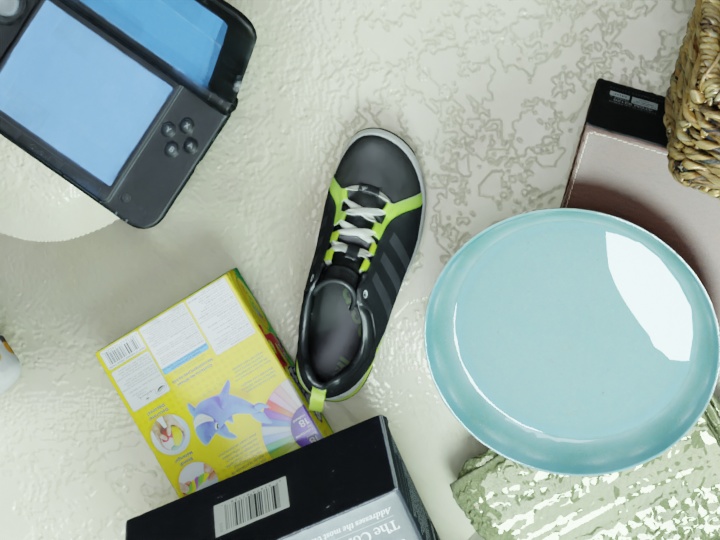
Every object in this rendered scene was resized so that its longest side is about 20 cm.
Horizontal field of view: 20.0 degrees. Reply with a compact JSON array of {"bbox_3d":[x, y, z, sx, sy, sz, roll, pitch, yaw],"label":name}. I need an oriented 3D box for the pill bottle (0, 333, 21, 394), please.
[{"bbox_3d":[-0.340,0.025,1.444,0.116,0.116,0.201,-37,89,7],"label":"pill bottle"}]

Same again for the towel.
[{"bbox_3d":[0.178,0.161,1.437,0.199,0.036,0.149,-28,91,7],"label":"towel"}]

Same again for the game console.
[{"bbox_3d":[-0.189,-0.149,1.414,0.199,0.116,0.177,35,97,3],"label":"game console"}]

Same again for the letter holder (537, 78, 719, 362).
[{"bbox_3d":[0.233,-0.024,1.385,0.198,0.101,0.143,16,116,5],"label":"letter holder"}]

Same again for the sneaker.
[{"bbox_3d":[0.000,0.000,1.417,0.071,0.083,0.202,11,89,5],"label":"sneaker"}]

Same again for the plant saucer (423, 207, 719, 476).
[{"bbox_3d":[0.142,0.045,1.370,0.198,0.027,0.202,6,118,11],"label":"plant saucer"}]

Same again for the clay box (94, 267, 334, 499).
[{"bbox_3d":[-0.088,0.114,1.456,0.114,0.048,0.201,-30,92,8],"label":"clay box"}]

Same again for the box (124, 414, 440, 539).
[{"bbox_3d":[-0.035,0.230,1.395,0.199,0.104,0.183,-23,116,5],"label":"box"}]

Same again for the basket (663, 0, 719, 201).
[{"bbox_3d":[0.299,-0.116,1.269,0.198,0.143,0.150,13,127,-1],"label":"basket"}]
